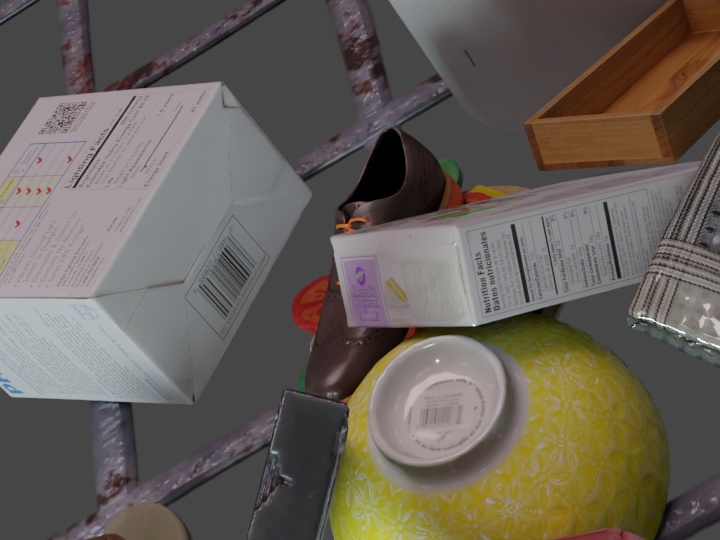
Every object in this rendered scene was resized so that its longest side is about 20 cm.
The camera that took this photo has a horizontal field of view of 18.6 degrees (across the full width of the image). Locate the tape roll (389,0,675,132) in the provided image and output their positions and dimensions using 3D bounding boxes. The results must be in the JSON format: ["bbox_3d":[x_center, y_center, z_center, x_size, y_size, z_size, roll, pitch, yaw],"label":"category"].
[{"bbox_3d":[0.119,-0.215,1.511,0.202,0.139,0.203,-23,37,19],"label":"tape roll"}]

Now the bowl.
[{"bbox_3d":[0.059,0.095,1.200,0.199,0.108,0.201,-14,53,19],"label":"bowl"}]

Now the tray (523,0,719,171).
[{"bbox_3d":[0.197,-0.122,1.370,0.098,0.037,0.200,-2,27,41],"label":"tray"}]

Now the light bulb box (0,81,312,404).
[{"bbox_3d":[-0.176,-0.019,1.564,0.199,0.125,0.199,0,50,43],"label":"light bulb box"}]

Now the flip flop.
[{"bbox_3d":[-0.160,0.198,1.340,0.081,0.058,0.200,-21,20,26],"label":"flip flop"}]

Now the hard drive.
[{"bbox_3d":[-0.041,0.137,1.119,0.200,0.038,0.141,117,167,-81],"label":"hard drive"}]

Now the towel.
[{"bbox_3d":[0.266,-0.013,1.168,0.199,0.035,0.193,22,62,19],"label":"towel"}]

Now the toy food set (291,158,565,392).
[{"bbox_3d":[0.044,0.017,1.394,0.200,0.049,0.198,-50,36,-16],"label":"toy food set"}]

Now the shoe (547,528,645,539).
[{"bbox_3d":[0.079,0.169,1.110,0.199,0.072,0.091,9,16,14],"label":"shoe"}]

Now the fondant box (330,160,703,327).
[{"bbox_3d":[0.104,-0.015,1.251,0.199,0.059,0.144,-12,4,-28],"label":"fondant box"}]

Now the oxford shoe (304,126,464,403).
[{"bbox_3d":[0.000,0.000,1.345,0.071,0.073,0.201,-10,44,34],"label":"oxford shoe"}]
